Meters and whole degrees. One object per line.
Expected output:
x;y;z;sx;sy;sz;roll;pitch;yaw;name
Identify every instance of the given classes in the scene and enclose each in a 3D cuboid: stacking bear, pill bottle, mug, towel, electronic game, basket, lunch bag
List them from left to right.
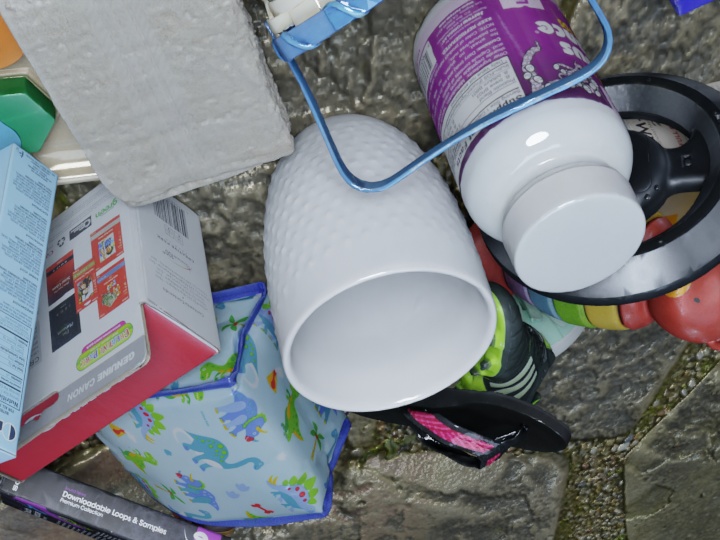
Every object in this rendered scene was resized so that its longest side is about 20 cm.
-0.122;-0.123;0.670;0.130;0.035;0.201;-18;143;0;towel
-0.131;0.115;0.886;0.197;0.128;0.171;-13;126;24;lunch bag
0.000;0.000;0.790;0.145;0.177;0.202;-6;139;-12;mug
0.026;-0.165;0.616;0.174;0.139;0.202;-26;102;12;basket
0.108;-0.089;0.708;0.110;0.202;0.113;-10;141;-8;pill bottle
0.175;-0.061;0.762;0.197;0.202;0.042;-22;138;7;electronic game
0.189;-0.006;0.813;0.113;0.198;0.123;34;79;-53;stacking bear

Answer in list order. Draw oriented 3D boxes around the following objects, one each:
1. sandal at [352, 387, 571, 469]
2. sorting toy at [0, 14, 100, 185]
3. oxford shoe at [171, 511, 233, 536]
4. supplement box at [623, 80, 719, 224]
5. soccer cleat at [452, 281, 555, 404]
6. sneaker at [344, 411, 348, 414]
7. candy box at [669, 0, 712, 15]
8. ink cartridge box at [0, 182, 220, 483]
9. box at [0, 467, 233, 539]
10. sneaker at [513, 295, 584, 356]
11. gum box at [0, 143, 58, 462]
0.062;0.121;0.842;0.197;0.046;0.075;7;148;23;sandal
-0.184;-0.130;0.688;0.182;0.037;0.202;-8;139;-10;sorting toy
-0.150;0.189;1.033;0.072;0.072;0.201;-26;138;5;oxford shoe
0.302;-0.084;0.879;0.196;0.074;0.127;-14;139;-3;supplement box
0.112;0.061;0.852;0.080;0.068;0.201;-28;150;-13;soccer cleat
-0.012;0.093;0.968;0.088;0.076;0.202;-6;140;-5;sneaker
0.255;-0.272;0.650;0.197;0.078;0.170;-24;140;6;candy box
-0.203;0.057;0.783;0.198;0.177;0.084;-32;138;19;ink cartridge box
-0.219;0.219;0.972;0.197;0.037;0.143;22;159;-11;box
0.117;0.019;0.926;0.198;0.074;0.120;-17;126;-24;sneaker
-0.275;0.040;0.695;0.168;0.203;0.044;-22;141;25;gum box
